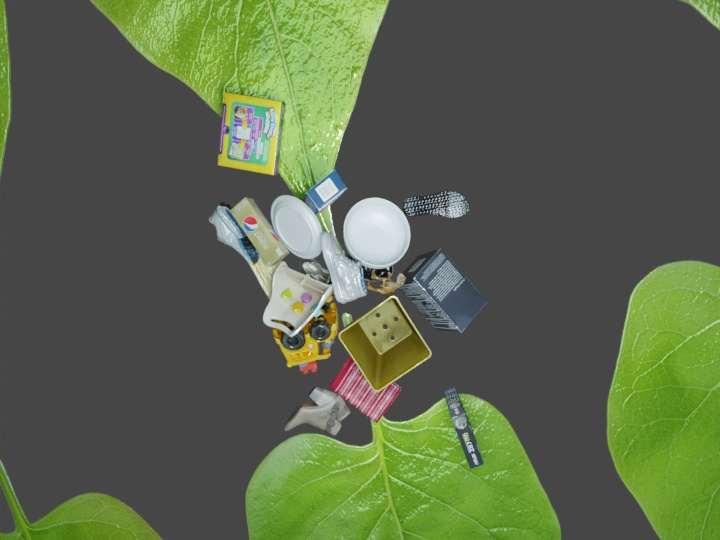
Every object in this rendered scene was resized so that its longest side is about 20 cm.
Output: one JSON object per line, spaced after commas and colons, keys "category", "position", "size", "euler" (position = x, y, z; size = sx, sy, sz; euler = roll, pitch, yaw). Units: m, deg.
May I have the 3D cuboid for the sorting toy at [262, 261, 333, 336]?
{"category": "sorting toy", "position": [-0.187, 0.099, 1.521], "size": [0.196, 0.108, 0.182], "euler": [21, 58, 27]}

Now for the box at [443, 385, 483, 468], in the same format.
{"category": "box", "position": [0.301, 0.457, 1.569], "size": [0.048, 0.200, 0.166], "euler": [-18, 100, 5]}

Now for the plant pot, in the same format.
{"category": "plant pot", "position": [0.072, 0.189, 1.545], "size": [0.197, 0.177, 0.203], "euler": [-34, 96, 9]}

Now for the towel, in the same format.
{"category": "towel", "position": [0.015, 0.367, 1.659], "size": [0.198, 0.023, 0.146], "euler": [37, 101, -4]}

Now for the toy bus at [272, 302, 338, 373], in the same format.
{"category": "toy bus", "position": [-0.146, 0.213, 1.592], "size": [0.193, 0.137, 0.197], "euler": [-14, 117, 3]}

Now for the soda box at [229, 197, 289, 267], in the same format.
{"category": "soda box", "position": [-0.295, -0.113, 1.558], "size": [0.063, 0.068, 0.203], "euler": [-34, 91, 9]}

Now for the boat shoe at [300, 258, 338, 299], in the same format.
{"category": "boat shoe", "position": [-0.099, 0.034, 1.583], "size": [0.196, 0.065, 0.075], "euler": [30, 99, -3]}

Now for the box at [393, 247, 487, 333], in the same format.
{"category": "box", "position": [0.220, 0.059, 1.492], "size": [0.123, 0.200, 0.199], "euler": [-43, 96, -11]}

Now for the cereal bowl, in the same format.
{"category": "cereal bowl", "position": [0.042, -0.098, 1.525], "size": [0.193, 0.084, 0.207], "euler": [2, 73, -7]}

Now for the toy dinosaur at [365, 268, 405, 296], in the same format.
{"category": "toy dinosaur", "position": [0.067, 0.051, 1.502], "size": [0.104, 0.200, 0.062], "euler": [25, 72, -8]}

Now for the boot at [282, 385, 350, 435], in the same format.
{"category": "boot", "position": [-0.132, 0.465, 1.662], "size": [0.145, 0.070, 0.201], "euler": [40, 100, -6]}

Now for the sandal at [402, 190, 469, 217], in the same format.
{"category": "sandal", "position": [0.220, -0.191, 1.542], "size": [0.193, 0.045, 0.078], "euler": [1, 95, 18]}

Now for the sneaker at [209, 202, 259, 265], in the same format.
{"category": "sneaker", "position": [-0.377, -0.097, 1.580], "size": [0.086, 0.075, 0.203], "euler": [-33, 93, 26]}

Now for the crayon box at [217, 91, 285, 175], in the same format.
{"category": "crayon box", "position": [-0.312, -0.391, 1.523], "size": [0.166, 0.058, 0.207], "euler": [9, 101, 0]}

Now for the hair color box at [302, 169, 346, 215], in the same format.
{"category": "hair color box", "position": [-0.103, -0.206, 1.463], "size": [0.099, 0.200, 0.061], "euler": [-38, 96, -7]}

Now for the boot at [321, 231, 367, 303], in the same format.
{"category": "boot", "position": [-0.041, -0.018, 1.466], "size": [0.093, 0.073, 0.207], "euler": [-15, 95, 18]}

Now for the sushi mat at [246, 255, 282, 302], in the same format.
{"category": "sushi mat", "position": [-0.260, 0.029, 1.618], "size": [0.094, 0.012, 0.204], "euler": [-27, 97, 9]}

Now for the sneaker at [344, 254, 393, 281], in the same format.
{"category": "sneaker", "position": [0.000, 0.000, 1.548], "size": [0.193, 0.112, 0.076], "euler": [8, 102, 2]}

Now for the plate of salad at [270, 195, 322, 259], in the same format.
{"category": "plate of salad", "position": [-0.179, -0.128, 1.534], "size": [0.196, 0.048, 0.205], "euler": [23, 133, 27]}
